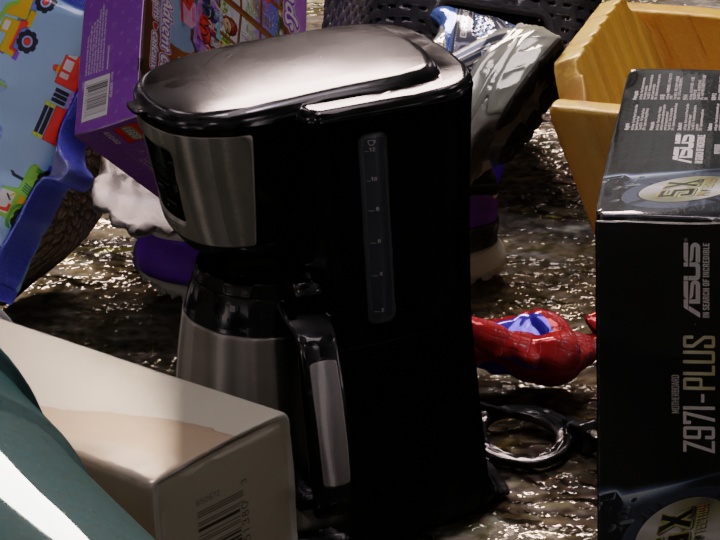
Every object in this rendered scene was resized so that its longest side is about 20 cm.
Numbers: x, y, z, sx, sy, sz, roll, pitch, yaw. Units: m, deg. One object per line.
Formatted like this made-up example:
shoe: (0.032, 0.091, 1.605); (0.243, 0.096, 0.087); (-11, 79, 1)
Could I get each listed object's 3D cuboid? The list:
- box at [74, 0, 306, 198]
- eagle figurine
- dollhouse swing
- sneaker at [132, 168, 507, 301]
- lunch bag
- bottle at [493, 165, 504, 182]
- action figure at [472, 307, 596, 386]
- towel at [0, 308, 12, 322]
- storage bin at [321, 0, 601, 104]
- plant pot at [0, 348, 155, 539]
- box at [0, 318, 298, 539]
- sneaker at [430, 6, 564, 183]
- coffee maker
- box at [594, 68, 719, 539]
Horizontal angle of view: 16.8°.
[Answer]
box: (-0.077, -0.125, 1.177); (0.039, 0.202, 0.137); (-14, -31, 27)
eagle figurine: (-0.130, -0.072, 1.281); (0.149, 0.152, 0.202); (2, 63, -7)
dollhouse swing: (0.221, -0.064, 1.249); (0.175, 0.183, 0.200); (-16, 14, 23)
sneaker: (-0.024, -0.041, 1.287); (0.198, 0.100, 0.070); (-6, 20, -4)
lunch bag: (-0.203, -0.086, 1.204); (0.199, 0.151, 0.094); (29, 4, 36)
bottle: (-0.017, -0.077, 1.433); (0.198, 0.066, 0.084); (3, 17, 16)
action figure: (0.035, 0.035, 1.147); (0.198, 0.052, 0.065); (-1, -14, -1)
towel: (-0.242, -0.007, 1.189); (0.199, 0.149, 0.031); (22, 67, 46)
storage bin: (0.056, -0.153, 1.446); (0.134, 0.095, 0.200); (8, -9, -11)
plant pot: (-0.122, 0.138, 0.740); (0.199, 0.202, 0.196); (-19, 34, -37)
box: (-0.123, 0.087, 0.986); (0.199, 0.096, 0.077); (14, 27, 39)
sneaker: (0.018, -0.057, 1.217); (0.085, 0.077, 0.200); (29, 58, 20)
coffee maker: (0.000, 0.000, 1.044); (0.191, 0.202, 0.134); (-21, 28, -39)
box: (0.147, 0.021, 1.022); (0.085, 0.165, 0.200); (2, 22, 10)
